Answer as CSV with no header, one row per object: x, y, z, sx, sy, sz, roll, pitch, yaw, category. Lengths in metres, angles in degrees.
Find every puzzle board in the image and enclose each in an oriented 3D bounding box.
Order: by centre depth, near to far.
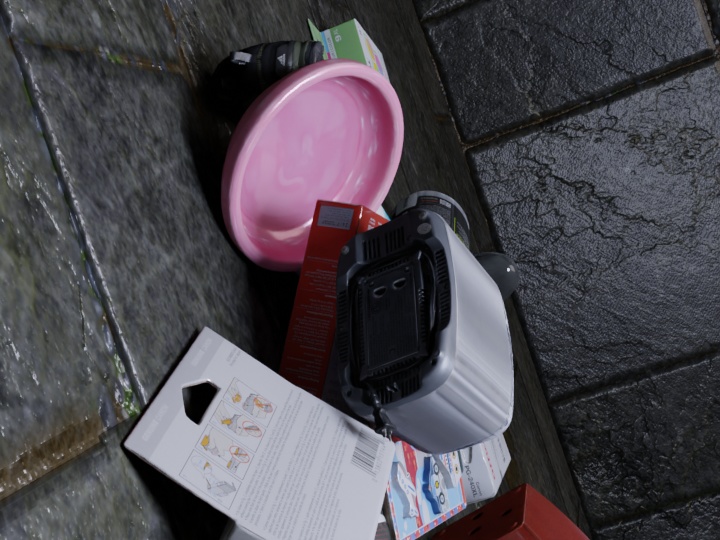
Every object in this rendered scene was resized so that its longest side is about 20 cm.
0.049,0.129,1.078,0.150,0.017,0.204,-8,88,-61,puzzle board

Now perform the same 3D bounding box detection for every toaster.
0.055,0.061,0.975,0.129,0.112,0.203,38,38,-43,toaster

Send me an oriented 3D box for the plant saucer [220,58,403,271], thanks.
-0.049,-0.098,1.082,0.051,0.201,0.201,36,-11,36,plant saucer

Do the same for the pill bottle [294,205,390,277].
0.000,0.000,1.252,0.200,0.109,0.112,54,21,-52,pill bottle

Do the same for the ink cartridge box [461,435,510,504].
0.127,0.211,1.558,0.200,0.082,0.148,-14,86,-77,ink cartridge box

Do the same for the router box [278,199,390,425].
0.006,0.049,1.107,0.199,0.048,0.183,24,77,-62,router box

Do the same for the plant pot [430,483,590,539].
0.169,0.359,1.329,0.178,0.198,0.200,57,14,-3,plant pot

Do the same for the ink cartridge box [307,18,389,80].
-0.008,-0.294,1.752,0.200,0.058,0.106,34,39,-70,ink cartridge box

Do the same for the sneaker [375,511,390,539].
-0.019,0.214,0.954,0.200,0.070,0.099,-17,86,-79,sneaker

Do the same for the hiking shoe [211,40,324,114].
-0.095,-0.182,1.168,0.200,0.099,0.077,139,-42,-74,hiking shoe

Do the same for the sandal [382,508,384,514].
0.017,0.238,1.102,0.080,0.057,0.204,48,28,-57,sandal

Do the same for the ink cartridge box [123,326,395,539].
-0.068,0.136,0.833,0.175,0.045,0.200,32,21,-3,ink cartridge box

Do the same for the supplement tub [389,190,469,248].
0.089,-0.021,1.635,0.201,0.121,0.124,-78,146,-67,supplement tub

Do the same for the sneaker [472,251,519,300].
0.089,0.047,1.359,0.075,0.198,0.089,60,16,-19,sneaker
